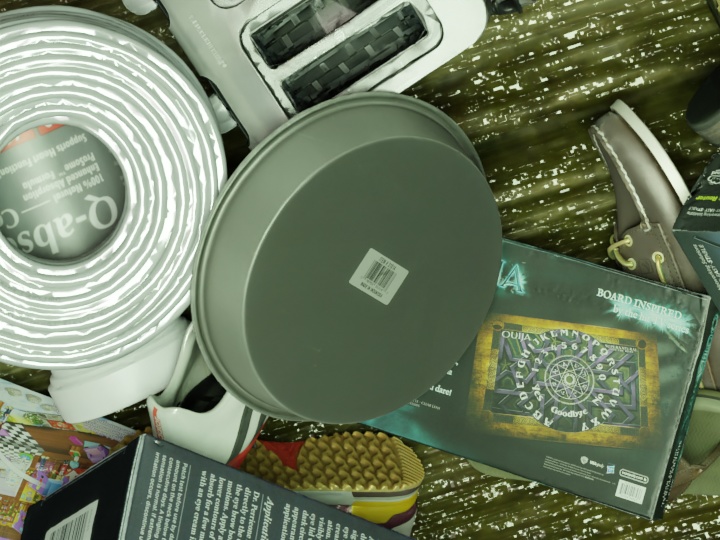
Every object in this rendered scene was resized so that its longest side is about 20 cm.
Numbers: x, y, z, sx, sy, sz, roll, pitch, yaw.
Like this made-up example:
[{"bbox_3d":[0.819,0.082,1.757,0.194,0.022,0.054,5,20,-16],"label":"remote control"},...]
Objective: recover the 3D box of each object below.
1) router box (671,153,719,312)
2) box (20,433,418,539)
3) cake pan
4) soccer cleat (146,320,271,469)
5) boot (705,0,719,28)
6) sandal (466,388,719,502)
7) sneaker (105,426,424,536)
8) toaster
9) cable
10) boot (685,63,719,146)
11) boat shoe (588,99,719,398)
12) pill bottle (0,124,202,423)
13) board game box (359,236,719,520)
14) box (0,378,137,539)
[{"bbox_3d":[0.285,0.025,1.272,0.062,0.149,0.200,-54,127,-27],"label":"router box"},{"bbox_3d":[-0.082,0.191,1.292,0.199,0.148,0.105,24,57,-26],"label":"box"},{"bbox_3d":[0.000,0.000,1.271,0.200,0.037,0.201,-15,120,-29],"label":"cake pan"},{"bbox_3d":[-0.059,0.035,1.326,0.068,0.085,0.200,19,59,29],"label":"soccer cleat"},{"bbox_3d":[0.304,-0.180,1.324,0.199,0.066,0.176,-27,111,8],"label":"boot"},{"bbox_3d":[0.159,0.118,1.366,0.200,0.057,0.080,-2,129,14],"label":"sandal"},{"bbox_3d":[-0.062,0.149,1.376,0.199,0.075,0.090,4,121,-13],"label":"sneaker"},{"bbox_3d":[-0.027,-0.174,1.307,0.200,0.119,0.181,-32,99,7],"label":"toaster"},{"bbox_3d":[-0.170,-0.046,1.247,0.199,0.069,0.201,25,92,-10],"label":"cable"},{"bbox_3d":[0.302,-0.086,1.296,0.174,0.069,0.200,41,115,-20],"label":"boot"},{"bbox_3d":[0.185,-0.006,1.356,0.059,0.072,0.200,-30,104,4],"label":"boat shoe"},{"bbox_3d":[-0.172,-0.020,1.343,0.115,0.116,0.201,-22,99,6],"label":"pill bottle"},{"bbox_3d":[0.102,0.054,1.343,0.199,0.028,0.136,17,93,24],"label":"board game box"},{"bbox_3d":[-0.230,0.135,1.374,0.199,0.039,0.137,21,58,-2],"label":"box"}]
